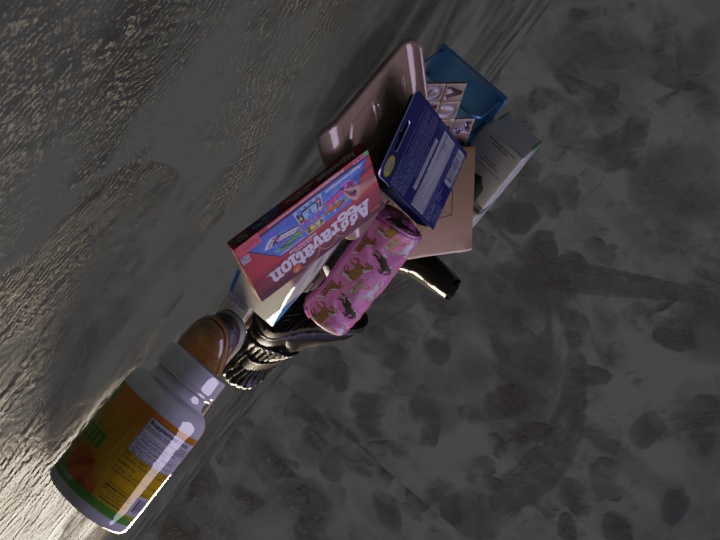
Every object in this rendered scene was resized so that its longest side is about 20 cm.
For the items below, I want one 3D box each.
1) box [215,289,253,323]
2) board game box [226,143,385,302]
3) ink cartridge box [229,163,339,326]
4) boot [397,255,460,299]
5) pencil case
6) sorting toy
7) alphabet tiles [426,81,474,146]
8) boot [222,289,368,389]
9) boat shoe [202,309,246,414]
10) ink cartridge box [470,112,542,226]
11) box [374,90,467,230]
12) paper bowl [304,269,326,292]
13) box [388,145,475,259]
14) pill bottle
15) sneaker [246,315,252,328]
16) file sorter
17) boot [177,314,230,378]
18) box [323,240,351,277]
[{"bbox_3d":[-0.199,0.087,1.300,0.201,0.041,0.039,-55,175,35],"label":"box"},{"bbox_3d":[-0.060,-0.056,1.062,0.199,0.019,0.104,-38,143,-13],"label":"board game box"},{"bbox_3d":[-0.077,-0.043,1.205,0.201,0.084,0.146,-52,178,-31],"label":"ink cartridge box"},{"bbox_3d":[0.112,-0.003,1.444,0.078,0.137,0.200,-62,166,17],"label":"boot"},{"bbox_3d":[0.000,0.000,1.248,0.201,0.086,0.083,-54,175,23],"label":"pencil case"},{"bbox_3d":[0.020,-0.167,1.128,0.200,0.036,0.187,-49,146,-28],"label":"sorting toy"},{"bbox_3d":[0.087,-0.199,1.320,0.164,0.008,0.202,-5,142,-18],"label":"alphabet tiles"},{"bbox_3d":[-0.104,0.107,1.375,0.208,0.080,0.159,0,141,-33],"label":"boot"},{"bbox_3d":[-0.235,0.143,1.242,0.202,0.074,0.073,-62,165,12],"label":"boat shoe"},{"bbox_3d":[0.198,-0.151,1.478,0.201,0.084,0.146,-53,173,29],"label":"ink cartridge box"},{"bbox_3d":[0.075,-0.144,1.163,0.123,0.032,0.200,-65,151,-6],"label":"box"},{"bbox_3d":[-0.068,-0.006,1.571,0.202,0.104,0.201,-52,175,-6],"label":"paper bowl"},{"bbox_3d":[0.086,-0.099,1.326,0.197,0.167,0.021,-8,-164,-29],"label":"box"},{"bbox_3d":[-0.248,0.184,1.014,0.201,0.111,0.111,-52,177,-10],"label":"pill bottle"},{"bbox_3d":[-0.175,0.102,1.497,0.076,0.076,0.200,-49,175,-15],"label":"sneaker"},{"bbox_3d":[0.112,-0.231,1.432,0.123,0.138,0.201,-41,170,-51],"label":"file sorter"},{"bbox_3d":[-0.238,0.142,1.136,0.201,0.074,0.075,-51,167,20],"label":"boot"},{"bbox_3d":[0.010,-0.036,1.411,0.160,0.048,0.200,-55,164,-11],"label":"box"}]
